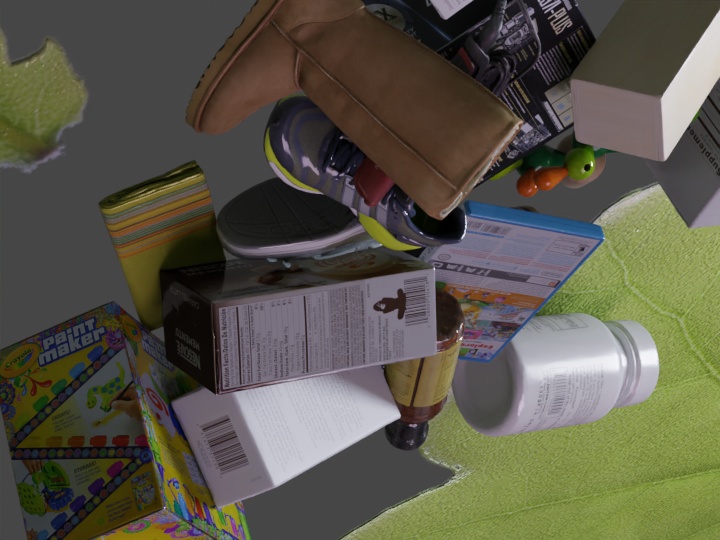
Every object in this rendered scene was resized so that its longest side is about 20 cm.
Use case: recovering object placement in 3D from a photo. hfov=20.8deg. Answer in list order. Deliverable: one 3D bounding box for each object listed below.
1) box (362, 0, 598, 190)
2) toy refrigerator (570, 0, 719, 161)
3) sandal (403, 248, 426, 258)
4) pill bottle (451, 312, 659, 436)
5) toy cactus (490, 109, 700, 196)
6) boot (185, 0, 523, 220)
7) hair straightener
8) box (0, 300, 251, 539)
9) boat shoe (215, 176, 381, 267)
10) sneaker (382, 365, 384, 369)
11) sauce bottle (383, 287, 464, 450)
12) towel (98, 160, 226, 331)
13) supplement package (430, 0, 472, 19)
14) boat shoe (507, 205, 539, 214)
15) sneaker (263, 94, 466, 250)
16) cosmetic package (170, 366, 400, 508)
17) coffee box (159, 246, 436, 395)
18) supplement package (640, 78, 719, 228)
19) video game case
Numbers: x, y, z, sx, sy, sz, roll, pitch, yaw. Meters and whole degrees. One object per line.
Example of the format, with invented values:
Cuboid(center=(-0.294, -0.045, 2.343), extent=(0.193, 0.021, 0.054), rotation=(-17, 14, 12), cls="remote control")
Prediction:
Cuboid(center=(0.092, -0.166, 1.504), extent=(0.164, 0.086, 0.200), rotation=(-32, 150, 7), cls="box")
Cuboid(center=(0.239, -0.173, 1.514), extent=(0.200, 0.076, 0.070), rotation=(-53, 147, -37), cls="toy refrigerator")
Cuboid(center=(-0.001, 0.000, 1.733), extent=(0.200, 0.048, 0.075), rotation=(-10, 149, -7), cls="sandal")
Cuboid(center=(0.200, 0.101, 1.980), extent=(0.200, 0.115, 0.114), rotation=(-4, 143, -36), cls="pill bottle")
Cuboid(center=(0.187, -0.113, 1.687), extent=(0.200, 0.102, 0.165), rotation=(-27, 169, -8), cls="toy cactus")
Cuboid(center=(-0.011, -0.106, 1.391), extent=(0.175, 0.200, 0.066), rotation=(-52, 174, 35), cls="boot")
Cuboid(center=(0.071, -0.124, 1.435), extent=(0.077, 0.041, 0.200), rotation=(-1, 136, -40), cls="hair straightener")
Cuboid(center=(-0.195, 0.163, 1.647), extent=(0.122, 0.193, 0.200), rotation=(-23, 151, 11), cls="box")
Cuboid(center=(-0.030, -0.038, 1.615), extent=(0.202, 0.074, 0.065), rotation=(-17, 145, -33), cls="boat shoe")
Cuboid(center=(-0.041, 0.105, 1.806), extent=(0.200, 0.091, 0.067), rotation=(-2, 140, -38), cls="sneaker")
Cuboid(center=(0.050, 0.093, 1.755), extent=(0.066, 0.066, 0.200), rotation=(-17, 149, -20), cls="sauce bottle")
Cuboid(center=(-0.156, -0.016, 1.599), extent=(0.086, 0.018, 0.200), rotation=(-20, 150, -7), cls="towel")
Cuboid(center=(0.025, -0.280, 1.201), extent=(0.111, 0.156, 0.200), rotation=(-34, 150, 8), cls="supplement package")
Cuboid(center=(0.093, 0.016, 1.801), extent=(0.070, 0.070, 0.200), rotation=(-4, 143, -43), cls="boat shoe")
Cuboid(center=(0.009, -0.077, 1.530), extent=(0.200, 0.081, 0.074), rotation=(30, 76, -36), cls="sneaker")
Cuboid(center=(-0.061, 0.118, 1.677), extent=(0.071, 0.102, 0.200), rotation=(-24, 179, 36), cls="cosmetic package")
Cuboid(center=(-0.051, 0.035, 1.605), extent=(0.199, 0.114, 0.080), rotation=(-9, 106, -25), cls="coffee box")
Cuboid(center=(0.350, -0.147, 1.717), extent=(0.121, 0.120, 0.200), rotation=(-7, 144, -35), cls="supplement package")
Cuboid(center=(0.104, 0.014, 1.730), extent=(0.143, 0.018, 0.200), rotation=(9, 140, -29), cls="video game case")
